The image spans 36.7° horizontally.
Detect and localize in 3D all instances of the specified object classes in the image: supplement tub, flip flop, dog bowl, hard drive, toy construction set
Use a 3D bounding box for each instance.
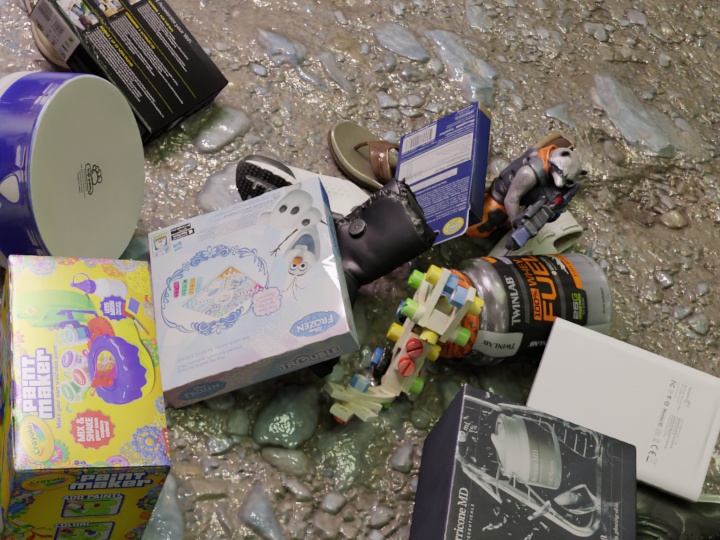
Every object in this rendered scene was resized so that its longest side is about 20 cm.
[{"bbox_3d":[0.178,0.044,1.240,0.198,0.123,0.123,-4,54,-27],"label":"supplement tub"},{"bbox_3d":[0.043,-0.123,1.361,0.200,0.058,0.081,45,49,15],"label":"flip flop"},{"bbox_3d":[-0.299,-0.095,1.078,0.078,0.201,0.201,5,42,20],"label":"dog bowl"},{"bbox_3d":[0.282,0.148,1.159,0.198,0.026,0.133,20,80,6],"label":"hard drive"},{"bbox_3d":[0.049,0.082,1.124,0.092,0.200,0.131,40,10,-9],"label":"toy construction set"}]

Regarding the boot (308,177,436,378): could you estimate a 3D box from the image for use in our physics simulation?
[{"bbox_3d":[0.000,0.000,1.151,0.076,0.167,0.201,48,21,-36],"label":"boot"}]

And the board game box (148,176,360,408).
[{"bbox_3d":[-0.114,0.019,1.110,0.198,0.044,0.201,-18,53,7],"label":"board game box"}]

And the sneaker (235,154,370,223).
[{"bbox_3d":[-0.055,-0.082,1.280,0.199,0.074,0.080,28,42,-12],"label":"sneaker"}]

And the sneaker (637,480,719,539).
[{"bbox_3d":[0.351,0.290,1.156,0.198,0.071,0.100,16,49,-4],"label":"sneaker"}]

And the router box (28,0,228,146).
[{"bbox_3d":[-0.273,-0.263,1.297,0.201,0.051,0.149,52,47,-5],"label":"router box"}]

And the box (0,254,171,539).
[{"bbox_3d":[-0.249,0.126,0.928,0.121,0.193,0.202,3,52,-23],"label":"box"}]

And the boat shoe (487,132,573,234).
[{"bbox_3d":[0.226,-0.111,1.428,0.070,0.071,0.200,38,55,20],"label":"boat shoe"}]

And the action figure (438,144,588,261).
[{"bbox_3d":[0.168,-0.084,1.252,0.105,0.192,0.200,60,29,-5],"label":"action figure"}]

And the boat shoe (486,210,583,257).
[{"bbox_3d":[0.216,-0.021,1.353,0.070,0.071,0.199,42,42,14],"label":"boat shoe"}]

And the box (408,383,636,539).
[{"bbox_3d":[0.157,0.249,1.062,0.195,0.124,0.201,19,47,-6],"label":"box"}]

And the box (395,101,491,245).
[{"bbox_3d":[0.090,-0.096,1.262,0.032,0.120,0.202,41,44,-34],"label":"box"}]

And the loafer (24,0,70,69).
[{"bbox_3d":[-0.371,-0.328,1.334,0.075,0.069,0.201,-16,61,-34],"label":"loafer"}]
